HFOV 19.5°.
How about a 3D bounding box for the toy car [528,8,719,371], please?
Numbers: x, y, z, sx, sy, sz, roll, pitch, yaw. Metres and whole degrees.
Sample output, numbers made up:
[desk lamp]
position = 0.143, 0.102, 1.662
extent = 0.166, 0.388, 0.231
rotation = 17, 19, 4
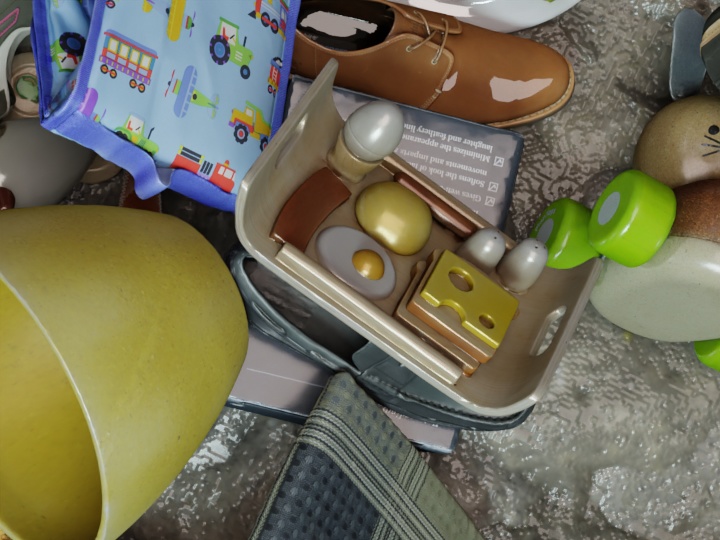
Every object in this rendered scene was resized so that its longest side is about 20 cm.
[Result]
[toy car]
position = 0.223, -0.060, 1.309
extent = 0.164, 0.158, 0.200
rotation = 26, 70, -18

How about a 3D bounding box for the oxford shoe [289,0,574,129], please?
[oxford shoe]
position = 0.040, -0.133, 1.308
extent = 0.200, 0.071, 0.071
rotation = 6, 67, -6

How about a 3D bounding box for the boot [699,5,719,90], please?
[boot]
position = 0.257, -0.176, 1.308
extent = 0.200, 0.077, 0.139
rotation = 5, 56, -49

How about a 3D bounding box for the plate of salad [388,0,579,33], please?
[plate of salad]
position = 0.064, -0.218, 1.279
extent = 0.200, 0.200, 0.048
rotation = 16, 43, -7

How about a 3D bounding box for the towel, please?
[towel]
position = -0.006, 0.187, 1.196
extent = 0.200, 0.034, 0.193
rotation = 53, 50, -40

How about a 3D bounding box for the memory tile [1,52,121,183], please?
[memory tile]
position = -0.156, -0.166, 1.320
extent = 0.153, 0.017, 0.200
rotation = 43, 81, -3

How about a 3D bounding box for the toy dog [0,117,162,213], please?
[toy dog]
position = -0.169, -0.067, 1.235
extent = 0.200, 0.096, 0.132
rotation = -40, 122, -15

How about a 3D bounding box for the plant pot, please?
[plant pot]
position = -0.146, 0.043, 1.163
extent = 0.142, 0.200, 0.200
rotation = -28, 90, -33

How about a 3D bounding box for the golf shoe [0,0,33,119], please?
[golf shoe]
position = -0.259, -0.098, 1.262
extent = 0.088, 0.077, 0.200
rotation = 30, 94, -12

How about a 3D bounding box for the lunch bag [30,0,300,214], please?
[lunch bag]
position = -0.110, -0.131, 1.201
extent = 0.150, 0.094, 0.200
rotation = 28, 51, -42

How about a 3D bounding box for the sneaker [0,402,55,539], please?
[sneaker]
position = -0.216, 0.073, 1.274
extent = 0.088, 0.075, 0.200
rotation = 15, 77, 5

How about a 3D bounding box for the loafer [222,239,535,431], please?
[loafer]
position = 0.011, 0.038, 1.193
extent = 0.200, 0.070, 0.068
rotation = 25, 83, -5

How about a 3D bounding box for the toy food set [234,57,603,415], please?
[toy food set]
position = 0.037, -0.022, 1.166
extent = 0.200, 0.060, 0.144
rotation = 36, 39, -4

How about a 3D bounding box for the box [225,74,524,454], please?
[box]
position = 0.000, 0.000, 1.284
extent = 0.148, 0.107, 0.200
rotation = 14, 83, -7
